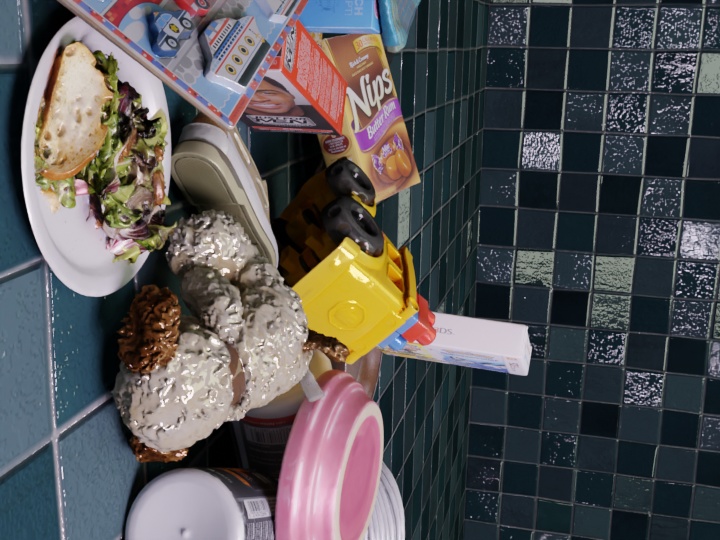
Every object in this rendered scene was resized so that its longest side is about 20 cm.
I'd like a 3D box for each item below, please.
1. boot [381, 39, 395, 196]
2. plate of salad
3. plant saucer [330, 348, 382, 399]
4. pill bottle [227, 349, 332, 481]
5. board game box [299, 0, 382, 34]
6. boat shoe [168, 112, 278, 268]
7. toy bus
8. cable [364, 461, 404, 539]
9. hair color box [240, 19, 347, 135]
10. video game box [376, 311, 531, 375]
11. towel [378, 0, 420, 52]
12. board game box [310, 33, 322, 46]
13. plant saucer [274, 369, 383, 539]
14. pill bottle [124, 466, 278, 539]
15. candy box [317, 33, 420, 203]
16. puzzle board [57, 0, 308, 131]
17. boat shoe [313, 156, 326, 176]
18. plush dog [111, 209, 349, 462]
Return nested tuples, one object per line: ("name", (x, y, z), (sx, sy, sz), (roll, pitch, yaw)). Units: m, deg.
("boot", (0.023, -0.206, 1.231), (0.165, 0.066, 0.200), (-34, 108, -59))
("plate of salad", (-0.172, -0.081, 0.641), (0.200, 0.048, 0.201), (4, 90, -76))
("plant saucer", (-0.005, 0.095, 1.141), (0.200, 0.032, 0.201), (5, 90, -76))
("pill bottle", (-0.078, 0.177, 0.958), (0.116, 0.116, 0.200), (-68, 158, -50))
("board game box", (-0.051, -0.322, 0.829), (0.040, 0.153, 0.201), (-25, 118, -73))
("boat shoe", (-0.113, -0.061, 0.827), (0.200, 0.075, 0.069), (79, 22, -52))
("toy bus", (0.000, 0.000, 0.966), (0.192, 0.136, 0.200), (37, 27, -23))
("cable", (-0.014, 0.336, 1.178), (0.200, 0.069, 0.200), (57, -44, 47))
("hair color box", (-0.086, -0.182, 0.842), (0.200, 0.101, 0.061), (28, 67, -74))
("video game box", (0.112, 0.088, 1.133), (0.182, 0.199, 0.047), (50, 49, -70))
("towel", (0.035, -0.320, 0.820), (0.147, 0.022, 0.200), (-69, 158, -46))
("board game box", (-0.076, -0.342, 0.937), (0.151, 0.046, 0.201), (-22, 115, -75))
("plant saucer", (-0.022, 0.198, 0.865), (0.200, 0.051, 0.201), (8, 90, -73))
("pill bottle", (-0.122, 0.233, 0.819), (0.200, 0.106, 0.107), (46, 50, -72))
("candy box", (-0.002, -0.184, 1.096), (0.117, 0.056, 0.201), (-30, 106, -50))
("puzzle board", (-0.120, -0.208, 0.662), (0.017, 0.151, 0.200), (-38, -157, 41))
("boat shoe", (-0.045, -0.069, 1.117), (0.069, 0.071, 0.200), (76, 14, -51))
("plush dog", (-0.120, 0.076, 0.722), (0.172, 0.160, 0.200), (-34, 138, -43))
